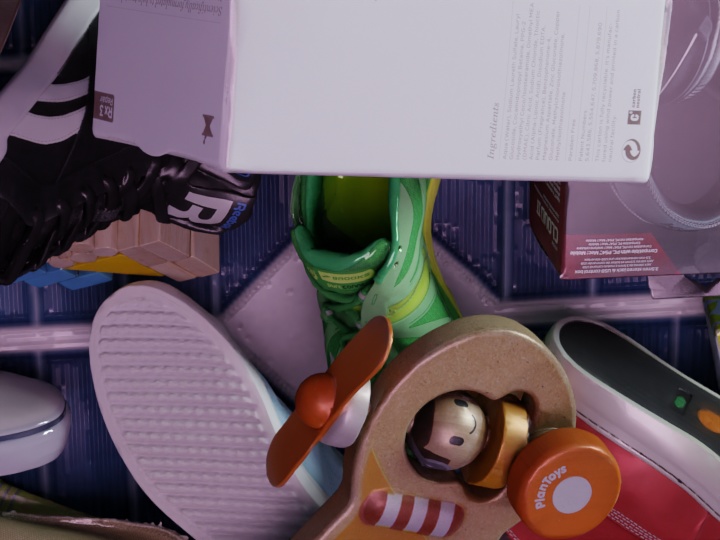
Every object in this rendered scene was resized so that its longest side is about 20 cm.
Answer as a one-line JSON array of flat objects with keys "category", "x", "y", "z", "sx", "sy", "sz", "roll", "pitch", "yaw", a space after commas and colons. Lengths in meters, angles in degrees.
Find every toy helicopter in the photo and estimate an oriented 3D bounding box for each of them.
[{"category": "toy helicopter", "x": 0.001, "y": 0.096, "z": 1.108, "sx": 0.200, "sy": 0.079, "sz": 0.132, "roll": -43, "pitch": 123, "yaw": 6}]

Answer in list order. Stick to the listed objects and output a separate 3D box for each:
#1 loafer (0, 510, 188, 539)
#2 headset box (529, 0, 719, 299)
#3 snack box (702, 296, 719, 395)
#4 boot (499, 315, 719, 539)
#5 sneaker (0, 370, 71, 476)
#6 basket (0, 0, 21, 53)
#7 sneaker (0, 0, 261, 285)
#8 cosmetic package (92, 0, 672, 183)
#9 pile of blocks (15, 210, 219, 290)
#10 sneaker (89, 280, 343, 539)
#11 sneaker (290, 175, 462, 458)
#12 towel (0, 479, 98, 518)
[{"category": "loafer", "x": -0.158, "y": 0.143, "z": 1.159, "sx": 0.199, "sy": 0.076, "sz": 0.067, "roll": -3, "pitch": 155, "yaw": 2}, {"category": "headset box", "x": 0.153, "y": -0.084, "z": 1.149, "sx": 0.148, "sy": 0.077, "sz": 0.201, "roll": -1, "pitch": 109, "yaw": -7}, {"category": "snack box", "x": 0.247, "y": 0.093, "z": 1.237, "sx": 0.142, "sy": 0.053, "sz": 0.201, "roll": -12, "pitch": 112, "yaw": 5}, {"category": "boot", "x": 0.139, "y": 0.131, "z": 1.200, "sx": 0.200, "sy": 0.072, "sz": 0.145, "roll": 34, "pitch": 121, "yaw": 10}, {"category": "sneaker", "x": -0.221, "y": 0.040, "z": 1.145, "sx": 0.199, "sy": 0.073, "sz": 0.071, "roll": 10, "pitch": 116, "yaw": -10}, {"category": "basket", "x": -0.241, "y": -0.112, "z": 1.027, "sx": 0.200, "sy": 0.181, "sz": 0.136, "roll": 25, "pitch": 126, "yaw": -14}, {"category": "sneaker", "x": -0.100, "y": -0.034, "z": 1.064, "sx": 0.112, "sy": 0.200, "sz": 0.073, "roll": 29, "pitch": 136, "yaw": -4}, {"category": "cosmetic package", "x": 0.007, "y": -0.080, "z": 1.029, "sx": 0.199, "sy": 0.113, "sz": 0.081, "roll": 1, "pitch": 98, "yaw": -34}, {"category": "pile of blocks", "x": -0.160, "y": -0.034, "z": 1.143, "sx": 0.199, "sy": 0.082, "sz": 0.062, "roll": 7, "pitch": 67, "yaw": -20}, {"category": "sneaker", "x": -0.051, "y": 0.086, "z": 1.189, "sx": 0.074, "sy": 0.082, "sz": 0.200, "roll": -31, "pitch": 99, "yaw": 10}, {"category": "sneaker", "x": 0.000, "y": 0.000, "z": 1.149, "sx": 0.074, "sy": 0.084, "sz": 0.201, "roll": 4, "pitch": 108, "yaw": 31}, {"category": "towel", "x": -0.161, "y": 0.199, "z": 1.243, "sx": 0.143, "sy": 0.023, "sz": 0.200, "roll": 22, "pitch": 106, "yaw": -14}]
